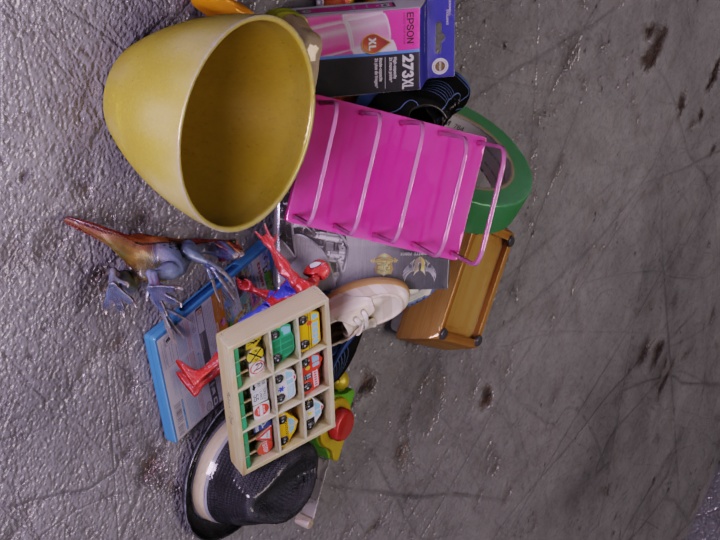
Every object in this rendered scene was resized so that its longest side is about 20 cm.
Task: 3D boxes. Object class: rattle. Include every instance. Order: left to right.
[{"bbox_3d":[-0.128,-0.169,1.463,0.142,0.130,0.201,-3,127,-52],"label":"rattle"}]

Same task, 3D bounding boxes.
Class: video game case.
[{"bbox_3d":[-0.156,0.076,1.605,0.200,0.018,0.144,-42,138,-40],"label":"video game case"}]

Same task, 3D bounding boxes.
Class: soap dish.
[{"bbox_3d":[0.128,0.010,1.970,0.157,0.081,0.202,17,92,-60],"label":"soap dish"}]

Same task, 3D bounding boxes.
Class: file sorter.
[{"bbox_3d":[0.039,-0.092,1.534,0.125,0.198,0.141,-145,-111,-76],"label":"file sorter"}]

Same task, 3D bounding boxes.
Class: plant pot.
[{"bbox_3d":[-0.156,-0.152,1.366,0.200,0.141,0.202,-33,132,-46],"label":"plant pot"}]

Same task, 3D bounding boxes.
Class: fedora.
[{"bbox_3d":[-0.113,0.235,1.681,0.200,0.091,0.203,-33,131,-47],"label":"fedora"}]

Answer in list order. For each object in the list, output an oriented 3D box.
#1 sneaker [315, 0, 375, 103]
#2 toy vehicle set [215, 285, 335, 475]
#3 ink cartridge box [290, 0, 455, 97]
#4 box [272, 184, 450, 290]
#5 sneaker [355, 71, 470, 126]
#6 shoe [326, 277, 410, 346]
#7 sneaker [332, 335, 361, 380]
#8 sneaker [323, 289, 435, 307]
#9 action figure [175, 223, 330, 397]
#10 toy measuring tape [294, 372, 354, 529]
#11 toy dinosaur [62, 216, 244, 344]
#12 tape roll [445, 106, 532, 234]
[{"bbox_3d":[-0.010,-0.234,1.626,0.073,0.077,0.202,-39,138,-45],"label":"sneaker"},{"bbox_3d":[-0.088,0.120,1.554,0.123,0.027,0.201,-27,138,-24],"label":"toy vehicle set"},{"bbox_3d":[0.010,-0.240,1.574,0.198,0.037,0.096,-8,120,-11],"label":"ink cartridge box"},{"bbox_3d":[0.001,-0.059,1.621,0.048,0.198,0.160,-143,-126,-76],"label":"box"},{"bbox_3d":[0.077,-0.182,1.681,0.199,0.078,0.071,-20,141,-48],"label":"sneaker"},{"bbox_3d":[-0.036,0.064,1.605,0.070,0.198,0.054,69,3,-52],"label":"shoe"},{"bbox_3d":[-0.057,0.117,1.711,0.200,0.070,0.078,-46,157,-41],"label":"sneaker"},{"bbox_3d":[0.000,0.000,1.683,0.198,0.075,0.089,-12,114,-11],"label":"sneaker"},{"bbox_3d":[-0.125,0.033,1.551,0.199,0.099,0.065,-35,169,-18],"label":"action figure"},{"bbox_3d":[-0.056,0.218,1.793,0.073,0.073,0.202,17,91,-59],"label":"toy measuring tape"},{"bbox_3d":[-0.183,-0.018,1.451,0.182,0.104,0.201,-69,140,-59],"label":"toy dinosaur"},{"bbox_3d":[0.110,-0.130,1.753,0.200,0.200,0.048,-28,155,-49],"label":"tape roll"}]
